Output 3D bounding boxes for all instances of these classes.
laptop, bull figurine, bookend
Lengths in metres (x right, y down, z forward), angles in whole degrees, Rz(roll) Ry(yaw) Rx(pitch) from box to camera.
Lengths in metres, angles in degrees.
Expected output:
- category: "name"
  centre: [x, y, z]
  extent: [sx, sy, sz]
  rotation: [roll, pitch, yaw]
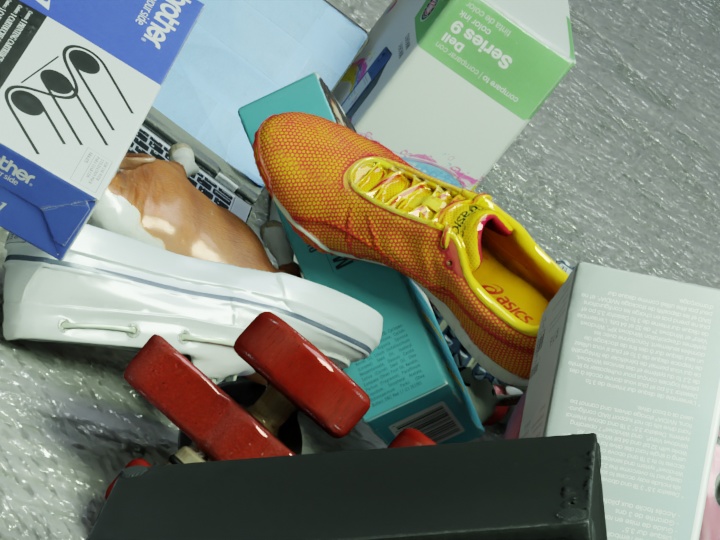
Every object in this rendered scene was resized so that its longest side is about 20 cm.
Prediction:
- category: "laptop"
  centre: [-0.109, -0.120, 1.592]
  extent: [0.187, 0.116, 0.200]
  rotation: [36, 19, -8]
- category: "bull figurine"
  centre: [-0.092, -0.017, 1.455]
  extent: [0.200, 0.065, 0.121]
  rotation: [47, 15, -13]
- category: "bookend"
  centre: [0.005, 0.178, 1.128]
  extent: [0.200, 0.199, 0.092]
  rotation: [-4, 18, 8]

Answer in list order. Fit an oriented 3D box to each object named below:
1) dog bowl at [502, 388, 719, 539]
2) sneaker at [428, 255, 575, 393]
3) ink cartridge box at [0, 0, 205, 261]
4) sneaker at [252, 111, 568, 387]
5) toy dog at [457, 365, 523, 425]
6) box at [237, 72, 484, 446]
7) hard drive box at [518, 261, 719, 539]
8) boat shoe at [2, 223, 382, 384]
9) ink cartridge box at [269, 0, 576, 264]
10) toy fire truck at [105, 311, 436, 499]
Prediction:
- category: "dog bowl"
  centre: [0.145, 0.122, 1.427]
  extent: [0.074, 0.200, 0.200]
  rotation: [-3, 42, -36]
- category: "sneaker"
  centre: [0.103, 0.030, 1.554]
  extent: [0.200, 0.077, 0.085]
  rotation: [49, 35, -13]
- category: "ink cartridge box"
  centre: [-0.146, -0.093, 1.343]
  extent: [0.094, 0.044, 0.200]
  rotation: [30, 33, -7]
- category: "sneaker"
  centre: [0.035, -0.025, 1.406]
  extent: [0.200, 0.077, 0.073]
  rotation: [33, 55, 8]
- category: "toy dog"
  centre: [0.112, 0.055, 1.643]
  extent: [0.132, 0.096, 0.200]
  rotation: [40, 19, 2]
- category: "box"
  centre: [0.000, 0.000, 1.483]
  extent: [0.200, 0.049, 0.082]
  rotation: [68, 7, 27]
- category: "hard drive box"
  centre: [0.107, 0.111, 1.266]
  extent: [0.077, 0.200, 0.156]
  rotation: [12, -9, 0]
- category: "boat shoe"
  centre: [-0.085, 0.029, 1.361]
  extent: [0.200, 0.067, 0.074]
  rotation: [15, -11, -23]
- category: "ink cartridge box"
  centre: [0.034, -0.093, 1.674]
  extent: [0.087, 0.200, 0.145]
  rotation: [32, 21, -12]
- category: "toy fire truck"
  centre: [-0.027, 0.105, 1.282]
  extent: [0.200, 0.112, 0.168]
  rotation: [40, -5, -1]
